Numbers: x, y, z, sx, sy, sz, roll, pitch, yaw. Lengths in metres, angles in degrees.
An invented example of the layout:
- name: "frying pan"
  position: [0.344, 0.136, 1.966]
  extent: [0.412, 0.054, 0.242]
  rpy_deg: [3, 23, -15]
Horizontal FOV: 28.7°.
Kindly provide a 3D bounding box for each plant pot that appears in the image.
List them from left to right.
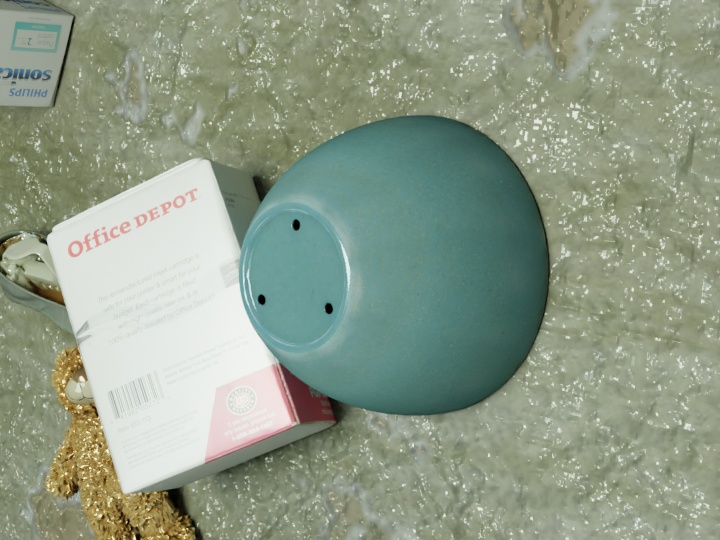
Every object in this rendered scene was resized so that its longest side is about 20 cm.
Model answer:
- name: "plant pot"
  position: [0.000, 0.000, 0.902]
  extent: [0.199, 0.134, 0.202]
  rpy_deg: [3, 95, 39]

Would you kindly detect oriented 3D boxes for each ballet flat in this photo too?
- name: "ballet flat"
  position: [-0.232, 0.010, 1.127]
  extent: [0.199, 0.067, 0.064]
  rpy_deg: [15, 143, 39]

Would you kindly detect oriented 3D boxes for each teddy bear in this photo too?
- name: "teddy bear"
  position: [-0.193, 0.148, 1.113]
  extent: [0.144, 0.067, 0.202]
  rpy_deg: [6, 98, 36]

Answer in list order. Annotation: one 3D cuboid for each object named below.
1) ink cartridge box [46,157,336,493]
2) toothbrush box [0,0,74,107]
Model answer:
- name: "ink cartridge box"
  position: [-0.122, 0.041, 1.013]
  extent: [0.146, 0.083, 0.201]
  rpy_deg: [-23, 78, 18]
- name: "toothbrush box"
  position: [-0.361, -0.209, 1.171]
  extent: [0.199, 0.146, 0.086]
  rpy_deg: [31, 112, 34]
